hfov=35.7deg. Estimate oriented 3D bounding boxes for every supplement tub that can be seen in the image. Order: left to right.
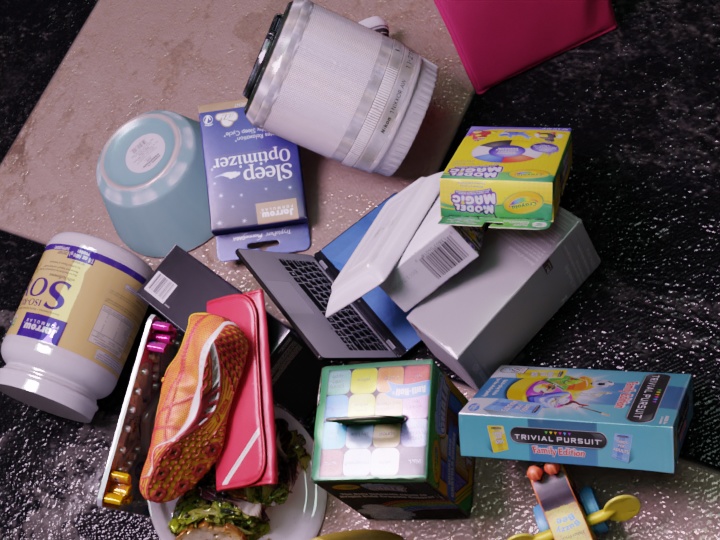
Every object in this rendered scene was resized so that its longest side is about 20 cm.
[{"bbox_3d":[-0.347,0.070,1.363,0.145,0.145,0.200,9,68,26],"label":"supplement tub"}]

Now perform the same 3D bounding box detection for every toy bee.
[{"bbox_3d":[0.188,0.231,1.081,0.131,0.109,0.200,-42,57,0],"label":"toy bee"}]

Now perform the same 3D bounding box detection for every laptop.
[{"bbox_3d":[0.000,0.000,1.270,0.187,0.200,0.116,48,118,34],"label":"laptop"}]

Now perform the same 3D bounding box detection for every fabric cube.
[{"bbox_3d":[0.170,-0.374,1.346,0.196,0.199,0.200,-25,57,8],"label":"fabric cube"}]

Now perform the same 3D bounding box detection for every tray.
[{"bbox_3d":[0.026,-0.037,1.231,0.107,0.022,0.200,-32,19,45],"label":"tray"}]

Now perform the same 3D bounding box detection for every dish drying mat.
[{"bbox_3d":[-0.125,0.123,1.155,0.077,0.018,0.200,-14,75,31],"label":"dish drying mat"}]

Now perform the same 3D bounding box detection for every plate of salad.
[{"bbox_3d":[-0.126,0.229,1.185,0.200,0.048,0.200,7,69,-20],"label":"plate of salad"}]

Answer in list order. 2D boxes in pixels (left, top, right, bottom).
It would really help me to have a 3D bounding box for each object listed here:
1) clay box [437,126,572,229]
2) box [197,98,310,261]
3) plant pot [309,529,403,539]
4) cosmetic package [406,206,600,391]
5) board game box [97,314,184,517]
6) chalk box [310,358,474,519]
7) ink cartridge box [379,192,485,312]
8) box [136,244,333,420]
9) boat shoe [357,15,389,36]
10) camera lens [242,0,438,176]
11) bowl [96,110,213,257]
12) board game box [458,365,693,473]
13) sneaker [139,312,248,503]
[{"bbox_3d":[0.152,-0.098,1.158,0.115,0.048,0.200,3,24,15],"label":"clay box"},{"bbox_3d":[-0.132,-0.117,1.391,0.121,0.032,0.200,-8,79,2],"label":"box"},{"bbox_3d":[-0.041,0.361,1.067,0.200,0.176,0.200,-29,57,7],"label":"plant pot"},{"bbox_3d":[0.155,0.022,1.204,0.090,0.107,0.200,36,83,34],"label":"cosmetic package"},{"bbox_3d":[-0.218,0.167,1.220,0.026,0.200,0.200,11,76,9],"label":"board game box"},{"bbox_3d":[0.030,0.166,1.124,0.125,0.200,0.124,-4,63,20],"label":"chalk box"},{"bbox_3d":[0.087,-0.046,1.234,0.109,0.050,0.200,-39,13,26],"label":"ink cartridge box"},{"bbox_3d":[-0.138,0.071,1.278,0.200,0.141,0.079,34,81,32],"label":"box"},{"bbox_3d":[-0.031,-0.242,1.443,0.200,0.070,0.066,-40,69,-2],"label":"boat shoe"},{"bbox_3d":[-0.028,-0.216,1.325,0.200,0.160,0.160,23,70,-9],"label":"camera lens"},{"bbox_3d":[-0.263,-0.128,1.456,0.200,0.105,0.201,-10,61,19],"label":"bowl"},{"bbox_3d":[0.214,0.140,1.094,0.200,0.151,0.047,0,104,23],"label":"board game box"},{"bbox_3d":[-0.175,0.141,1.144,0.077,0.073,0.200,18,84,48],"label":"sneaker"}]
